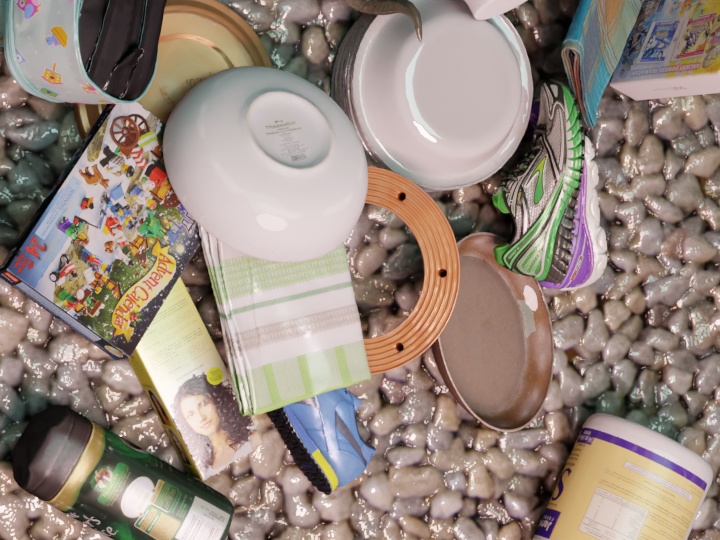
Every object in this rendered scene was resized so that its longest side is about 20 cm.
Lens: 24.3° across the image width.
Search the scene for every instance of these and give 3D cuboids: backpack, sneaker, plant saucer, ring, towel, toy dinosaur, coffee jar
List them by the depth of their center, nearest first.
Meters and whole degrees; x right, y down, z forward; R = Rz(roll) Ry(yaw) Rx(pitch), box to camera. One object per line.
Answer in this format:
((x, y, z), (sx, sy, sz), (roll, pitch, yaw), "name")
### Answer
((-0.249, -0.244, 1.457), (0.152, 0.176, 0.202), (-3, 87, 16), "backpack")
((-0.220, 0.201, 1.529), (0.199, 0.104, 0.086), (33, 81, -20), "coffee jar")
((-0.066, 0.021, 1.550), (0.148, 0.031, 0.201), (-15, 93, -32), "towel")
((-0.171, -0.164, 1.579), (0.199, 0.032, 0.202), (-1, 92, -24), "plant saucer")
((0.000, 0.000, 1.606), (0.199, 0.019, 0.202), (1, 93, 15), "ring")
((0.006, -0.296, 1.611), (0.102, 0.077, 0.201), (-22, 81, -1), "toy dinosaur")
((-0.053, 0.118, 1.621), (0.078, 0.066, 0.201), (-37, 107, -21), "sneaker")
((0.176, -0.090, 1.647), (0.085, 0.078, 0.201), (8, 97, 2), "sneaker")
((0.127, 0.063, 1.675), (0.200, 0.032, 0.202), (16, 68, -46), "plant saucer")
((0.252, -0.260, 1.693), (0.201, 0.022, 0.147), (-65, 155, -23), "towel")
((0.198, -0.076, 1.712), (0.083, 0.081, 0.201), (-14, 97, -20), "sneaker")

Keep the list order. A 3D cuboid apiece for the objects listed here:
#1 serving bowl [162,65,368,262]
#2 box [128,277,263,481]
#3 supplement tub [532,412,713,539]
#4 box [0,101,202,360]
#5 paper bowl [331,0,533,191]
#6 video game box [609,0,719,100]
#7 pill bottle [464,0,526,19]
((-0.076, -0.109, 1.518), (0.199, 0.066, 0.201), (14, 56, -21), "serving bowl")
((-0.170, 0.093, 1.576), (0.075, 0.050, 0.201), (-31, 103, -20), "box")
((0.261, 0.264, 1.715), (0.145, 0.145, 0.201), (29, 80, -21), "supplement tub")
((-0.217, -0.040, 1.506), (0.136, 0.038, 0.201), (37, 67, -19), "box")
((0.079, -0.179, 1.647), (0.199, 0.104, 0.202), (0, 91, -22), "paper bowl")
((0.354, -0.268, 1.709), (0.047, 0.200, 0.183), (28, 82, -23), "video game box")
((0.101, -0.347, 1.600), (0.109, 0.109, 0.201), (-23, 83, -21), "pill bottle")
